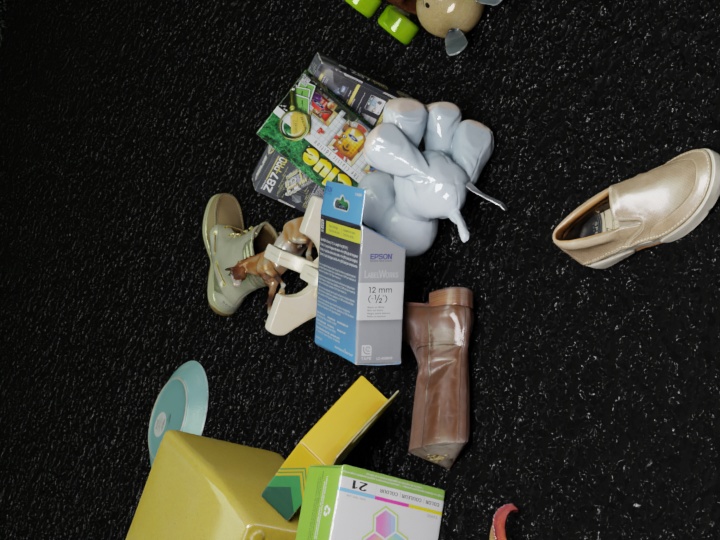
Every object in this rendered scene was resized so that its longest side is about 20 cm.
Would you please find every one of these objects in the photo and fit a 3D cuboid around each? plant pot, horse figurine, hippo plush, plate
[{"bbox_3d":[-0.161,0.344,1.748,0.199,0.194,0.197,25,96,54],"label":"plant pot"},{"bbox_3d":[-0.101,-0.023,1.963,0.200,0.050,0.133,-46,36,13],"label":"horse figurine"},{"bbox_3d":[0.081,-0.098,1.666,0.200,0.159,0.161,45,143,13],"label":"hippo plush"},{"bbox_3d":[-0.302,0.241,2.208,0.200,0.025,0.203,-35,46,47],"label":"plate"}]

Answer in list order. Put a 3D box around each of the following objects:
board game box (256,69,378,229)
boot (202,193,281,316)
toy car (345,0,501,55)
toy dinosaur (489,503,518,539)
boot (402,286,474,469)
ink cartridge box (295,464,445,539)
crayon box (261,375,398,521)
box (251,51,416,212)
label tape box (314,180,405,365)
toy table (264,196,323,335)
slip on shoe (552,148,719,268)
[{"bbox_3d":[-0.026,-0.155,1.774,0.105,0.199,0.024,-49,9,21],"label":"board game box"},{"bbox_3d":[-0.180,-0.048,2.113,0.154,0.071,0.203,-33,54,49],"label":"boot"},{"bbox_3d":[0.099,-0.356,1.750,0.165,0.157,0.200,-52,44,12],"label":"toy car"},{"bbox_3d":[0.147,0.342,1.323,0.180,0.105,0.202,25,83,40],"label":"toy dinosaur"},{"bbox_3d":[0.067,0.135,1.604,0.186,0.063,0.203,-27,56,55],"label":"boot"},{"bbox_3d":[0.003,0.328,1.508,0.075,0.146,0.203,-12,64,55],"label":"ink cartridge box"},{"bbox_3d":[-0.038,0.207,1.634,0.127,0.051,0.200,-44,-7,-37],"label":"crayon box"},{"bbox_3d":[-0.032,-0.168,1.834,0.202,0.159,0.049,-61,25,20],"label":"box"},{"bbox_3d":[0.000,0.000,1.624,0.143,0.065,0.203,-161,74,-67],"label":"label tape box"},{"bbox_3d":[-0.043,0.007,1.802,0.199,0.116,0.187,1,75,61],"label":"toy table"},{"bbox_3d":[0.272,-0.063,1.355,0.199,0.060,0.077,-31,48,50],"label":"slip on shoe"}]
